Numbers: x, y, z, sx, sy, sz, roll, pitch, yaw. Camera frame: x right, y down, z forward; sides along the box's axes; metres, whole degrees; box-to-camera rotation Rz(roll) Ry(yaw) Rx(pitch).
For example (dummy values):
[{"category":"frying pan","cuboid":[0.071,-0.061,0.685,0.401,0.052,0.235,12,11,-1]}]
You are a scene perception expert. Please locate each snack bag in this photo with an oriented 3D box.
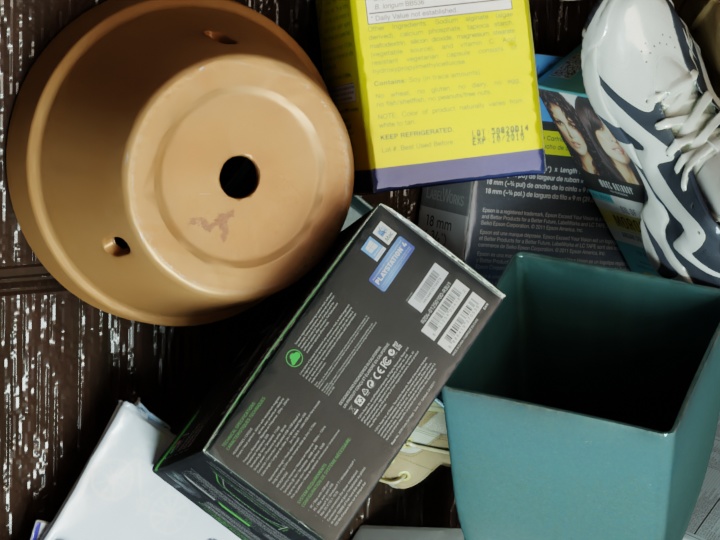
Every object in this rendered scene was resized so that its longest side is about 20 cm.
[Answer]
[{"category":"snack bag","cuboid":[-0.122,0.203,1.627,0.188,0.021,0.201,35,81,-32]}]

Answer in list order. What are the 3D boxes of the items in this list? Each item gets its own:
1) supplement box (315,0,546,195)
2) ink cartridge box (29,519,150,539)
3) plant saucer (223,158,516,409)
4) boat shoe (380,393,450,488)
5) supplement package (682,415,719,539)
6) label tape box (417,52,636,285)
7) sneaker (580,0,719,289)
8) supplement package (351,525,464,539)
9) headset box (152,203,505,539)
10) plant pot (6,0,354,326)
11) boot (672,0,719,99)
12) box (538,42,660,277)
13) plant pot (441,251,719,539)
[{"category":"supplement box","cuboid":[0.036,-0.150,1.598,0.108,0.109,0.201,-6,92,-12]},{"category":"ink cartridge box","cuboid":[-0.133,0.211,1.654,0.199,0.037,0.095,15,93,-36]},{"category":"plant saucer","cuboid":[0.000,0.000,1.657,0.200,0.019,0.070,39,86,-11]},{"category":"boat shoe","cuboid":[0.029,0.106,1.707,0.199,0.074,0.067,8,91,-33]},{"category":"supplement package","cuboid":[0.273,0.167,1.796,0.147,0.200,0.191,-49,121,-14]},{"category":"label tape box","cuboid":[0.114,-0.040,1.733,0.143,0.063,0.201,4,96,-32]},{"category":"sneaker","cuboid":[0.205,-0.073,1.572,0.079,0.129,0.200,-22,110,-25]},{"category":"supplement package","cuboid":[0.064,0.271,1.729,0.200,0.109,0.114,52,55,-29]},{"category":"headset box","cuboid":[-0.023,0.068,1.544,0.093,0.200,0.175,37,77,-5]},{"category":"plant pot","cuboid":[-0.090,-0.060,1.539,0.199,0.140,0.201,-3,98,-22]},{"category":"boot","cuboid":[0.227,-0.181,1.670,0.066,0.200,0.176,-13,85,-4]},{"category":"box","cuboid":[0.189,-0.046,1.691,0.049,0.082,0.201,-39,116,-18]},{"category":"plant pot","cuboid":[0.139,0.120,1.624,0.141,0.141,0.201,-57,151,-48]}]
